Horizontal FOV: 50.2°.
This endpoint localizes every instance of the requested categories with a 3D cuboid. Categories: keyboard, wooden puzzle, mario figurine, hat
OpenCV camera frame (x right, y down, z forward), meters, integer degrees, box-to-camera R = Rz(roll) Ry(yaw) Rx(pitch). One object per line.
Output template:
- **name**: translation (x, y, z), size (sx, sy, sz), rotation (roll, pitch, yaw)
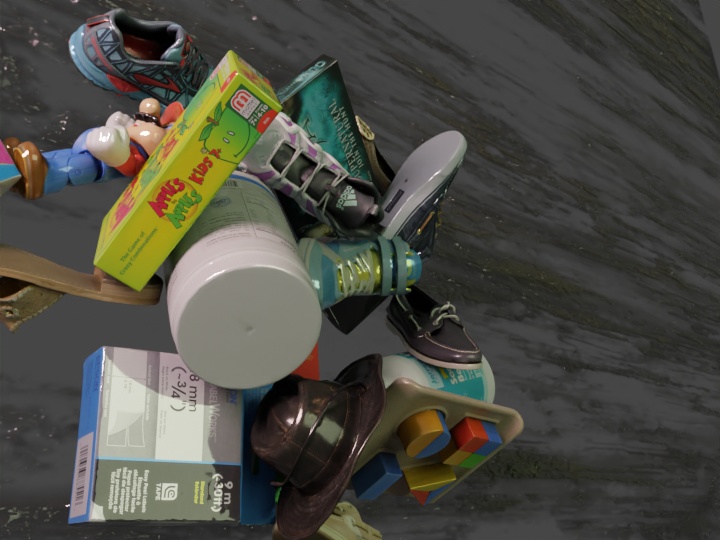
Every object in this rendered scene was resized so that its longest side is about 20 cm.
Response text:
- **keyboard**: translation (-0.003, -0.012, 1.015), size (0.200, 0.020, 0.128), rotation (-40, 106, -48)
- **wooden puzzle**: translation (0.066, 0.209, 0.867), size (0.199, 0.185, 0.047), rotation (23, 33, -36)
- **mario figurine**: translation (-0.240, -0.130, 0.744), size (0.199, 0.106, 0.124), rotation (-18, 59, -39)
- **hat**: translation (-0.055, 0.145, 0.718), size (0.080, 0.201, 0.202), rotation (30, 51, -13)

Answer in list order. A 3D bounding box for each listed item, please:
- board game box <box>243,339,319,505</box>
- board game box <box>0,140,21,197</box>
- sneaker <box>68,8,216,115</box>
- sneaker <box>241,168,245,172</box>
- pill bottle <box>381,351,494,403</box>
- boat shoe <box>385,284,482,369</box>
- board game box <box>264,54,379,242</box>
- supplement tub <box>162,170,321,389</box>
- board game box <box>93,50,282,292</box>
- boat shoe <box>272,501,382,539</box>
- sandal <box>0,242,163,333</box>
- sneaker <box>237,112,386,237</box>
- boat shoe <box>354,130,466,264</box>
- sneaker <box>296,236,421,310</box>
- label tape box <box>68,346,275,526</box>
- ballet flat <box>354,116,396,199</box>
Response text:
- **board game box**: translation (-0.110, 0.144, 0.816), size (0.152, 0.040, 0.202), rotation (14, 63, -42)
- **board game box**: translation (-0.398, -0.133, 0.622), size (0.147, 0.064, 0.201), rotation (-35, 99, -47)
- **sneaker**: translation (-0.206, -0.220, 0.836), size (0.199, 0.095, 0.080), rotation (11, 65, -43)
- **sneaker**: translation (-0.052, -0.142, 0.968), size (0.199, 0.088, 0.078), rotation (-24, 90, -49)
- **pill bottle**: translation (0.071, 0.154, 0.949), size (0.199, 0.110, 0.112), rotation (-6, 77, -48)
- **boat shoe**: translation (0.088, 0.066, 0.949), size (0.072, 0.200, 0.063), rotation (3, 104, -24)
- **board game box**: translation (-0.055, -0.128, 0.893), size (0.135, 0.028, 0.201), rotation (-42, 139, -18)
- **supplement tub**: translation (-0.119, 0.001, 0.721), size (0.132, 0.132, 0.200), rotation (33, 16, -32)
- **board game box**: translation (-0.152, -0.089, 0.668), size (0.047, 0.200, 0.102), rotation (35, 13, -26)
- **boat shoe**: translation (-0.029, 0.279, 0.806), size (0.200, 0.072, 0.065), rotation (48, 29, -45)
- **sandal**: translation (-0.283, 0.024, 0.666), size (0.210, 0.078, 0.070), rotation (11, 102, -22)
- **sneaker**: translation (-0.036, -0.091, 0.801), size (0.199, 0.140, 0.078), rotation (27, 95, -51)
- **boat shoe**: translation (0.082, -0.085, 1.014), size (0.091, 0.201, 0.071), rotation (38, 4, -39)
- **sneaker**: translation (0.000, 0.000, 0.846), size (0.200, 0.129, 0.080), rotation (-55, 145, -74)
- **label tape box**: translation (-0.150, 0.155, 0.698), size (0.198, 0.063, 0.146), rotation (12, 65, -33)
- **ballet flat**: translation (0.032, -0.133, 1.028), size (0.201, 0.046, 0.068), rotation (57, 23, -37)
